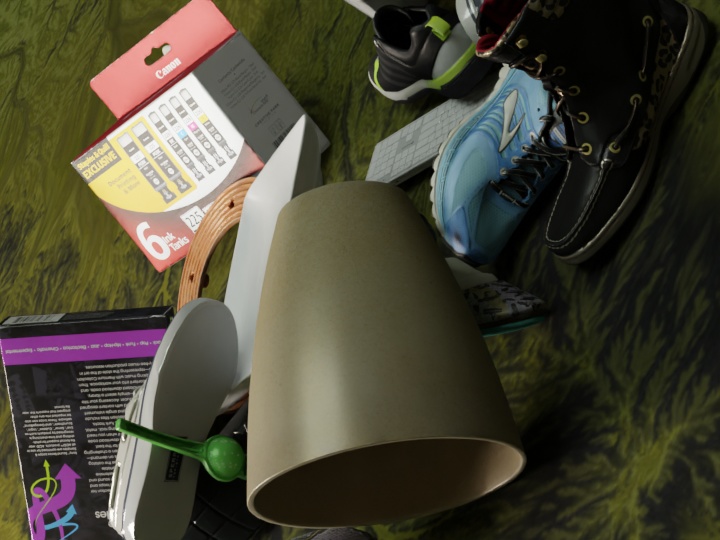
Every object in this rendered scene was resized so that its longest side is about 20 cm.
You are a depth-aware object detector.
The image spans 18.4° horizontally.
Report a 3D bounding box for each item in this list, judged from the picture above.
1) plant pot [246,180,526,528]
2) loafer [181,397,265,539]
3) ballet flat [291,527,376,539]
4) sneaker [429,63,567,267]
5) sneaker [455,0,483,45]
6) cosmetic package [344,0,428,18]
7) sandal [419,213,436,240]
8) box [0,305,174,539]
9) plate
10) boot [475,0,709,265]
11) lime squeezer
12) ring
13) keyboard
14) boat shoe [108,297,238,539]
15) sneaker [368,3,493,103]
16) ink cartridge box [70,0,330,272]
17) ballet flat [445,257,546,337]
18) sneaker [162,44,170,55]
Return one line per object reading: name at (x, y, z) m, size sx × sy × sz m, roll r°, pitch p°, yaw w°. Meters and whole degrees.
plant pot at (0.003, 0.050, 1.496) m, size 0.187 × 0.186 × 0.201 m, roll -32°, pitch 59°, yaw 43°
loafer at (-0.088, 0.152, 1.755) m, size 0.200 × 0.073 × 0.072 m, roll -49°, pitch 8°, yaw 12°
ballet flat at (-0.049, 0.225, 1.613) m, size 0.200 × 0.072 × 0.072 m, roll -23°, pitch 46°, yaw 49°
sneaker at (0.120, -0.095, 1.610) m, size 0.090 × 0.078 × 0.201 m, roll 19°, pitch 81°, yaw 58°
sneaker at (0.123, -0.252, 1.746) m, size 0.079 × 0.078 × 0.201 m, roll -32°, pitch 34°, yaw 28°
cosmetic package at (0.022, -0.320, 1.827) m, size 0.201 × 0.123 × 0.199 m, roll -58°, pitch -12°, yaw 3°
sandal at (-0.001, 0.000, 1.666) m, size 0.076 × 0.043 × 0.200 m, roll -31°, pitch -7°, yaw -24°
box at (-0.207, 0.132, 1.792) m, size 0.036 × 0.142 × 0.202 m, roll -54°, pitch -40°, yaw -72°
plate at (-0.070, 0.003, 1.743) m, size 0.200 × 0.032 × 0.201 m, roll 133°, pitch 147°, yaw -66°
boot at (0.140, -0.121, 1.518) m, size 0.201 × 0.150 × 0.073 m, roll -62°, pitch 28°, yaw -2°
lime squeezer at (-0.085, 0.140, 1.672) m, size 0.071 × 0.198 × 0.038 m, roll 107°, pitch 169°, yaw -79°
ring at (-0.099, 0.021, 1.879) m, size 0.200 × 0.019 × 0.202 m, roll -22°, pitch 63°, yaw 52°
keyboard at (0.069, -0.114, 1.765) m, size 0.200 × 0.011 × 0.057 m, roll -28°, pitch 42°, yaw 46°
boat shoe at (-0.150, 0.114, 1.709) m, size 0.066 × 0.072 × 0.202 m, roll 21°, pitch 102°, yaw 50°
sneaker at (0.044, -0.188, 1.788) m, size 0.072 × 0.083 × 0.200 m, roll -53°, pitch 18°, yaw -12°
ink cartridge box at (-0.158, -0.120, 1.972) m, size 0.200 × 0.176 × 0.084 m, roll -31°, pitch 12°, yaw 44°
ballet flat at (0.054, 0.029, 1.603) m, size 0.200 × 0.072 × 0.072 m, roll -23°, pitch 46°, yaw 51°
sneaker at (-0.183, -0.123, 2.119) m, size 0.070 × 0.093 × 0.201 m, roll -14°, pitch 53°, yaw 54°
